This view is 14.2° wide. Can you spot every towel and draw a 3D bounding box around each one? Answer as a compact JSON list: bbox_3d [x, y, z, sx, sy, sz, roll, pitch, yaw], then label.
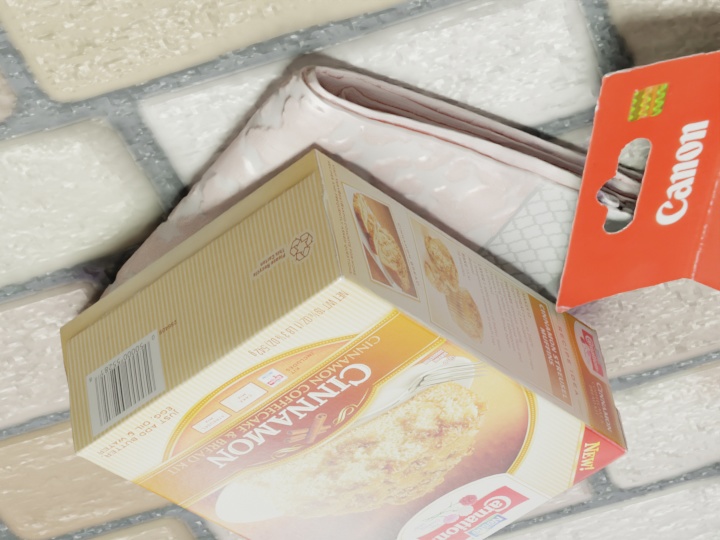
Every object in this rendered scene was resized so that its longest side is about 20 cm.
[{"bbox_3d":[0.000,0.000,1.281,0.190,0.032,0.200,17,134,-30],"label":"towel"}]

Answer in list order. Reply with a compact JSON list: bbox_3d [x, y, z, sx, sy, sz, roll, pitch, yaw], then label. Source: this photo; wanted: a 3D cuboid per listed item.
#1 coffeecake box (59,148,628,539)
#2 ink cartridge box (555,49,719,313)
[{"bbox_3d":[-0.006,0.052,1.261,0.153,0.073,0.200,-34,137,26],"label":"coffeecake box"},{"bbox_3d":[0.192,-0.036,1.237,0.199,0.050,0.163,-13,144,-16],"label":"ink cartridge box"}]
